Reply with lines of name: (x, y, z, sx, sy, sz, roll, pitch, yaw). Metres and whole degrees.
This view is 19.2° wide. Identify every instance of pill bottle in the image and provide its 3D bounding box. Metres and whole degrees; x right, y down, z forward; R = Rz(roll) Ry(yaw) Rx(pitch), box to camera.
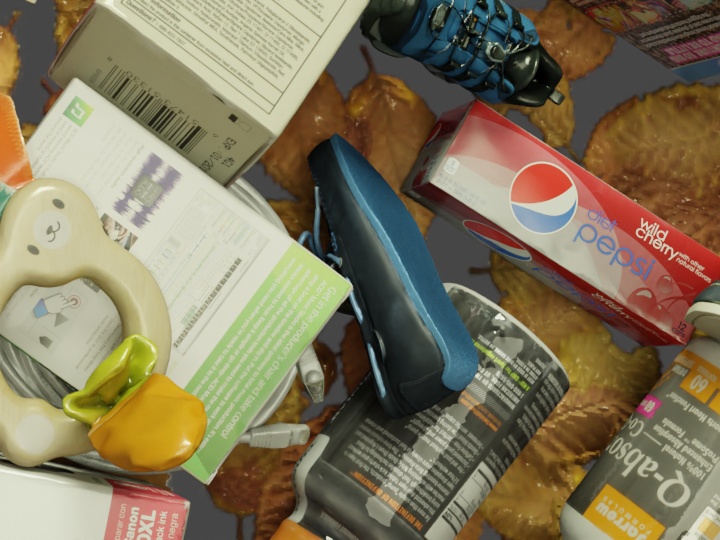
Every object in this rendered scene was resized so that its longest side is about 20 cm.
pill bottle: (0.198, 0.151, 1.338, 0.116, 0.116, 0.200, 38, 88, -12)
pill bottle: (0.029, 0.114, 1.302, 0.106, 0.106, 0.200, 41, 79, -11)

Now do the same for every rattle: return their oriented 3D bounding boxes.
rattle: (-0.162, 0.005, 1.124, 0.130, 0.143, 0.200, -11, 97, -6)

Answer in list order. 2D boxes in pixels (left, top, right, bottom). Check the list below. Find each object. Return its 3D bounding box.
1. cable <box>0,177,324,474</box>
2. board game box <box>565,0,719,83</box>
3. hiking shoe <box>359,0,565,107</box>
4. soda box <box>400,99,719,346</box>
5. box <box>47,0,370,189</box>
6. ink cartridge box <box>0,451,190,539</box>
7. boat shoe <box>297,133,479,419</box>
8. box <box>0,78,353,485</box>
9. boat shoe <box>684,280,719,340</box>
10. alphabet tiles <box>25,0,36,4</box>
cable: (-0.132, 0.022, 1.280, 0.200, 0.069, 0.200, -9, 90, -15)
board game box: (0.181, -0.216, 1.325, 0.200, 0.159, 0.097, 31, 81, -13)
hiking shoe: (0.067, -0.145, 1.268, 0.087, 0.200, 0.075, 27, 96, 20)
soda box: (0.129, -0.028, 1.352, 0.200, 0.070, 0.063, 32, 79, -13)
box: (-0.070, -0.166, 1.250, 0.128, 0.109, 0.200, 37, 61, -9)
ink cartridge box: (-0.213, 0.146, 1.213, 0.200, 0.145, 0.084, 13, 86, -15)
boat shoe: (0.000, 0.000, 1.276, 0.069, 0.200, 0.084, -39, 135, 18)
box: (-0.125, 0.007, 1.216, 0.200, 0.036, 0.144, 37, 90, -6)
boat shoe: (0.261, 0.026, 1.335, 0.200, 0.075, 0.062, 23, 91, -58)
alphabet tiles: (-0.205, -0.272, 1.297, 0.166, 0.006, 0.200, 24, 82, -14)
